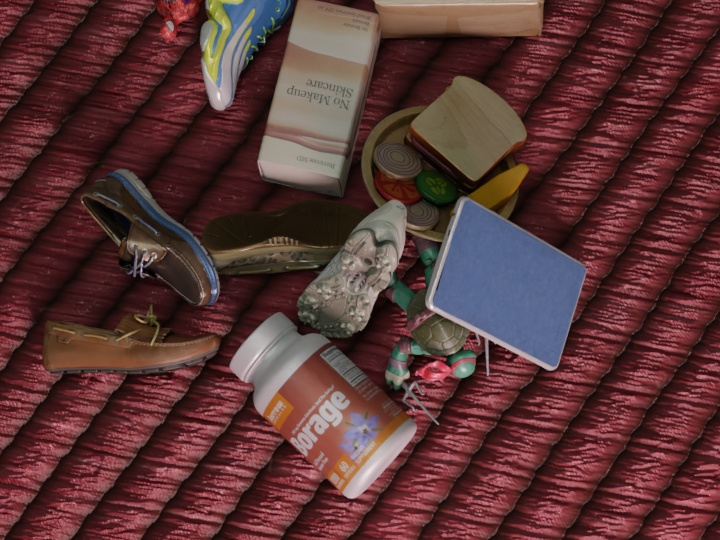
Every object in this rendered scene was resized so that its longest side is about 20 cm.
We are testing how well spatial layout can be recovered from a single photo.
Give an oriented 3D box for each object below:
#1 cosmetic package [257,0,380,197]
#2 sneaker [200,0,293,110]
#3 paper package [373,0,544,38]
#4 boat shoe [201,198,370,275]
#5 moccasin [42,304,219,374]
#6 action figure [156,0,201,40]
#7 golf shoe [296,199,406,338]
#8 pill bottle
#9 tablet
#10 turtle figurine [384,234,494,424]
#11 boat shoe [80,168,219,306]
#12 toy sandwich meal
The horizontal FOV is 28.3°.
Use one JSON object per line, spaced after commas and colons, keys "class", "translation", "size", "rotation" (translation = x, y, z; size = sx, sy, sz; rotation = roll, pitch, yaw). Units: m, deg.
{"class": "cosmetic package", "translation": [-0.046, -0.198, 1.642], "size": [0.103, 0.087, 0.202], "rotation": [11, 79, 4]}
{"class": "sneaker", "translation": [-0.131, -0.286, 1.670], "size": [0.104, 0.076, 0.202], "rotation": [0, 77, 2]}
{"class": "paper package", "translation": [0.111, -0.374, 1.665], "size": [0.198, 0.104, 0.192], "rotation": [-1, 77, 3]}
{"class": "boat shoe", "translation": [-0.079, -0.033, 1.630], "size": [0.198, 0.063, 0.074], "rotation": [-3, 52, -1]}
{"class": "moccasin", "translation": [-0.258, 0.077, 1.606], "size": [0.200, 0.074, 0.078], "rotation": [-1, 88, 12]}
{"class": "action figure", "translation": [-0.213, -0.370, 1.701], "size": [0.065, 0.052, 0.202], "rotation": [3, 80, 24]}
{"class": "golf shoe", "translation": [0.000, 0.000, 1.571], "size": [0.078, 0.200, 0.097], "rotation": [35, 48, -6]}
{"class": "pill bottle", "translation": [-0.044, 0.143, 1.559], "size": [0.200, 0.112, 0.112], "rotation": [42, 83, 10]}
{"class": "tablet", "translation": [0.162, 0.016, 1.568], "size": [0.199, 0.014, 0.131], "rotation": [27, 75, -32]}
{"class": "turtle figurine", "translation": [0.086, 0.057, 1.582], "size": [0.149, 0.101, 0.201], "rotation": [-21, 69, -12]}
{"class": "boat shoe", "translation": [-0.241, -0.026, 1.614], "size": [0.200, 0.072, 0.072], "rotation": [44, 48, 19]}
{"class": "toy sandwich meal", "translation": [0.100, -0.124, 1.603], "size": [0.203, 0.070, 0.207], "rotation": [6, 58, -10]}
